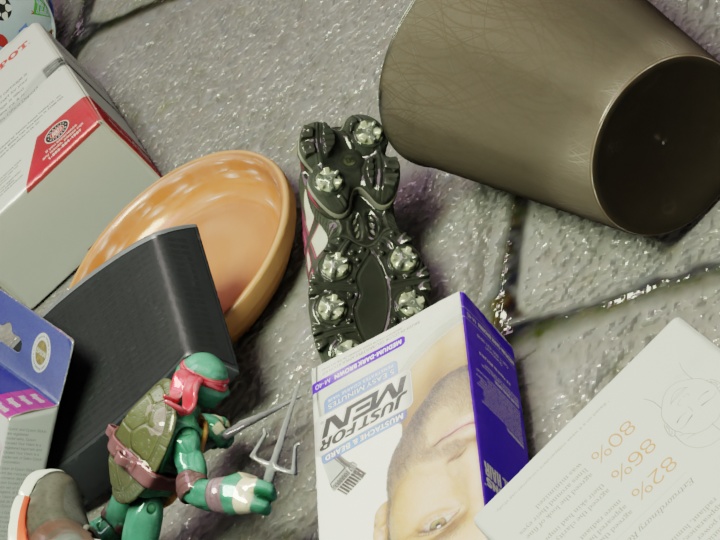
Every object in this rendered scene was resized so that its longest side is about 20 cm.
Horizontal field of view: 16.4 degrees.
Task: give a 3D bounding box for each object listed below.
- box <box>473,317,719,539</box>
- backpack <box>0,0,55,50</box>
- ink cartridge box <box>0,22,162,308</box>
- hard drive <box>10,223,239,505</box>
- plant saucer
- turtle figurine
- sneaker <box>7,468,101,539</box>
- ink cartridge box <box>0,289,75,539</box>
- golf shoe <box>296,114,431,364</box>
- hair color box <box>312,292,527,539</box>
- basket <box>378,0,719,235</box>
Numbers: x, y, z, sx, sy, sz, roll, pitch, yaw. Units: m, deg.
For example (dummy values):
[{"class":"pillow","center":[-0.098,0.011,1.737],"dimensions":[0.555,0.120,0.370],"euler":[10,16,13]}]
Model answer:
[{"class":"box","center":[0.177,0.143,1.220],"dimensions":[0.152,0.106,0.200],"euler":[-44,34,-1]},{"class":"backpack","center":[-0.343,-0.203,2.055],"dimensions":[0.154,0.200,0.191],"euler":[-2,47,34]},{"class":"ink cartridge box","center":[-0.251,-0.084,1.917],"dimensions":[0.144,0.084,0.200],"euler":[-42,35,4]},{"class":"hard drive","center":[-0.170,0.068,1.650],"dimensions":[0.200,0.042,0.135],"euler":[-39,52,29]},{"class":"plant saucer","center":[-0.122,0.004,1.734],"dimensions":[0.200,0.037,0.200],"euler":[-28,37,23]},{"class":"turtle figurine","center":[-0.110,0.120,1.524],"dimensions":[0.200,0.101,0.150],"euler":[-59,13,15]},{"class":"sneaker","center":[-0.155,0.191,1.447],"dimensions":[0.082,0.077,0.200],"euler":[-15,42,5]},{"class":"ink cartridge box","center":[-0.269,0.113,1.682],"dimensions":[0.196,0.043,0.200],"euler":[26,106,55]},{"class":"golf shoe","center":[0.000,0.000,1.595],"dimensions":[0.077,0.088,0.200],"euler":[-1,61,-7]},{"class":"hair color box","center":[0.035,0.117,1.418],"dimensions":[0.109,0.065,0.200],"euler":[-29,38,20]},{"class":"basket","center":[0.131,-0.109,1.521],"dimensions":[0.180,0.136,0.200],"euler":[-51,38,-3]}]
